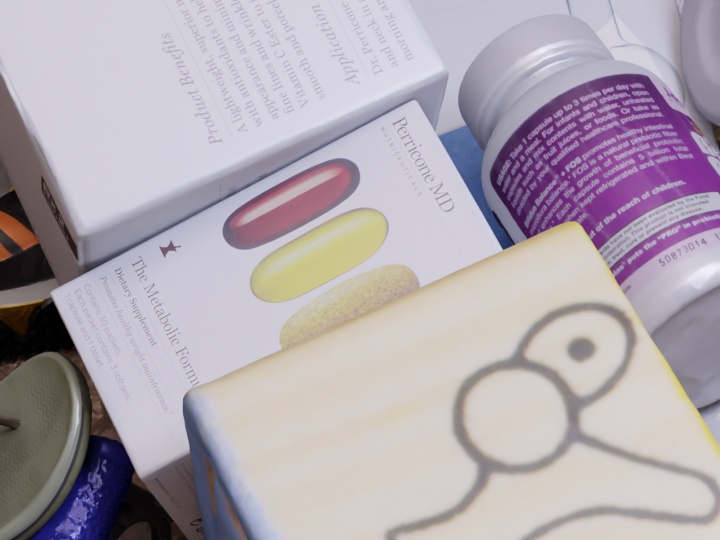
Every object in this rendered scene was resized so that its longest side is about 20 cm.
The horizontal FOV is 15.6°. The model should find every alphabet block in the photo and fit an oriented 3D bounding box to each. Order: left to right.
[{"bbox_3d":[0.051,0.130,1.193,0.200,0.197,0.196,-23,64,-12],"label":"alphabet block"}]

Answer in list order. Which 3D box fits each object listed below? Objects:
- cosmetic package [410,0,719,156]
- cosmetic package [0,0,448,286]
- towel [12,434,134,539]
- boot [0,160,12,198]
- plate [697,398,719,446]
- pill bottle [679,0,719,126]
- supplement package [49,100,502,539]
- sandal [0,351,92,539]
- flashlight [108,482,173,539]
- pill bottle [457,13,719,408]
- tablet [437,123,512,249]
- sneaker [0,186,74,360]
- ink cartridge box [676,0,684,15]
[{"bbox_3d":[0.089,-0.093,1.470,0.200,0.052,0.151,-14,59,3],"label":"cosmetic package"},{"bbox_3d":[-0.084,-0.096,1.324,0.200,0.165,0.165,-23,73,-12],"label":"cosmetic package"},{"bbox_3d":[-0.201,0.164,1.261,0.147,0.050,0.200,7,59,28],"label":"towel"},{"bbox_3d":[-0.220,-0.101,1.547,0.138,0.078,0.200,17,67,17],"label":"boot"},{"bbox_3d":[0.180,0.054,1.331,0.200,0.032,0.200,-44,55,-4],"label":"plate"},{"bbox_3d":[0.285,-0.125,1.418,0.200,0.114,0.114,5,44,-22],"label":"pill bottle"},{"bbox_3d":[-0.028,0.026,1.274,0.200,0.110,0.114,-29,65,-2],"label":"supplement package"},{"bbox_3d":[-0.211,0.109,1.235,0.201,0.057,0.080,-36,50,-5],"label":"sandal"},{"bbox_3d":[-0.186,0.109,1.359,0.200,0.068,0.068,26,77,33],"label":"flashlight"},{"bbox_3d":[0.129,-0.034,1.314,0.112,0.112,0.200,-23,55,-11],"label":"pill bottle"},{"bbox_3d":[0.000,0.000,1.379,0.200,0.014,0.130,-23,51,-10],"label":"tablet"},{"bbox_3d":[-0.204,-0.003,1.447,0.200,0.070,0.090,-6,56,-5],"label":"sneaker"},{"bbox_3d":[0.172,-0.154,1.547,0.200,0.042,0.120,10,53,14],"label":"ink cartridge box"}]
